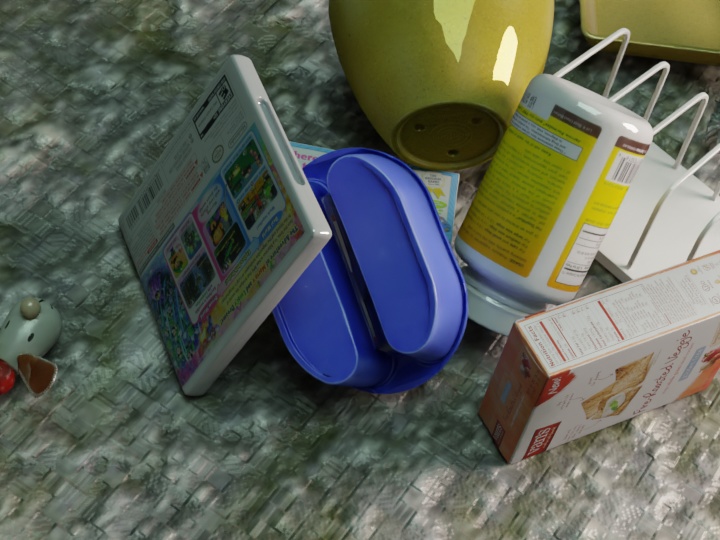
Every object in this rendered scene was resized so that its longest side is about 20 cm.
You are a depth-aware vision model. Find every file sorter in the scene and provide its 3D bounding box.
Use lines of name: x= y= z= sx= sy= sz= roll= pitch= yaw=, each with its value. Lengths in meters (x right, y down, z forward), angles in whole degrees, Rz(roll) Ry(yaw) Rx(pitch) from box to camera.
file sorter: x=0.250 y=-0.090 z=1.369 sx=0.139 sy=0.125 sz=0.200 roll=-35 pitch=67 yaw=-29

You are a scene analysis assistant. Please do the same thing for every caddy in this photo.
caddy: x=0.000 y=0.000 z=1.238 sx=0.141 sy=0.105 sz=0.201 roll=-23 pitch=83 yaw=16

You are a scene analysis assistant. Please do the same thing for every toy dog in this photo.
toy dog: x=-0.290 y=0.086 z=1.158 sx=0.131 sy=0.096 sz=0.200 roll=8 pitch=53 yaw=-5

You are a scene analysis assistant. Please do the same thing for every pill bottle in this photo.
pill bottle: x=0.147 y=-0.049 z=1.271 sx=0.109 sy=0.200 sz=0.109 roll=24 pitch=13 yaw=-6

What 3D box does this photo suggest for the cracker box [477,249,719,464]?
cracker box: x=0.201 y=0.068 z=1.237 sx=0.200 sy=0.134 sz=0.058 roll=-17 pitch=59 yaw=-21

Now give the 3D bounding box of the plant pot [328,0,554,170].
plant pot: x=0.072 y=-0.172 z=1.356 sx=0.199 sy=0.200 sz=0.142 roll=4 pitch=59 yaw=-8

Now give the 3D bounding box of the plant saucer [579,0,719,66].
plant saucer: x=0.305 y=-0.275 z=1.562 sx=0.199 sy=0.049 sz=0.200 roll=6 pitch=53 yaw=-6

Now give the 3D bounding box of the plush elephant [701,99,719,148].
plush elephant: x=0.412 y=-0.174 z=1.413 sx=0.155 sy=0.200 sz=0.165 roll=27 pitch=16 yaw=23

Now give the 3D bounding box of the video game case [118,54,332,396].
video game case: x=-0.111 y=-0.034 z=1.222 sx=0.024 sy=0.200 sz=0.182 roll=4 pitch=48 yaw=-41

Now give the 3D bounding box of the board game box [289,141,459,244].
board game box: x=-0.021 y=-0.040 z=1.339 sx=0.199 sy=0.034 sz=0.135 roll=11 pitch=53 yaw=-2
